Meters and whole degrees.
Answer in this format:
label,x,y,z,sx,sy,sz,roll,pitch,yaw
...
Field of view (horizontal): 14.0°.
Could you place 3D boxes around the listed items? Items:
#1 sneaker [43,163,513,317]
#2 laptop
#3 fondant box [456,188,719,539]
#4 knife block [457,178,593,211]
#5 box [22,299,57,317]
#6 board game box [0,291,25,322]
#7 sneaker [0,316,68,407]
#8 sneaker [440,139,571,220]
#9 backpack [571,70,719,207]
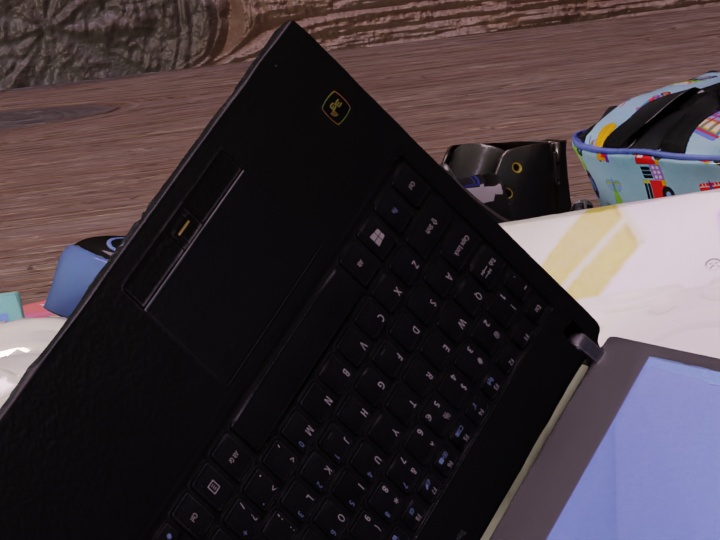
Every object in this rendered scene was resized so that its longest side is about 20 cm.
label,x,y,z,sx,sy,sz,roll,pitch,yaw
sneaker,0.000,0.000,0.958,0.199,0.078,0.070,10,-1,-7
laptop,0.033,0.048,0.732,0.103,0.200,0.178,-26,24,52
fondant box,0.101,0.046,0.833,0.199,0.058,0.145,-8,46,4
knife block,0.056,0.028,1.111,0.175,0.064,0.200,25,25,31
box,-0.069,0.058,1.055,0.094,0.103,0.199,4,12,44
board game box,-0.185,0.088,0.861,0.199,0.045,0.153,-8,51,-13
sneaker,-0.126,0.063,0.796,0.199,0.078,0.100,7,40,22
sneaker,0.032,0.002,1.307,0.074,0.107,0.200,1,12,33
backpack,0.193,-0.019,1.226,0.199,0.135,0.182,-7,10,-36
